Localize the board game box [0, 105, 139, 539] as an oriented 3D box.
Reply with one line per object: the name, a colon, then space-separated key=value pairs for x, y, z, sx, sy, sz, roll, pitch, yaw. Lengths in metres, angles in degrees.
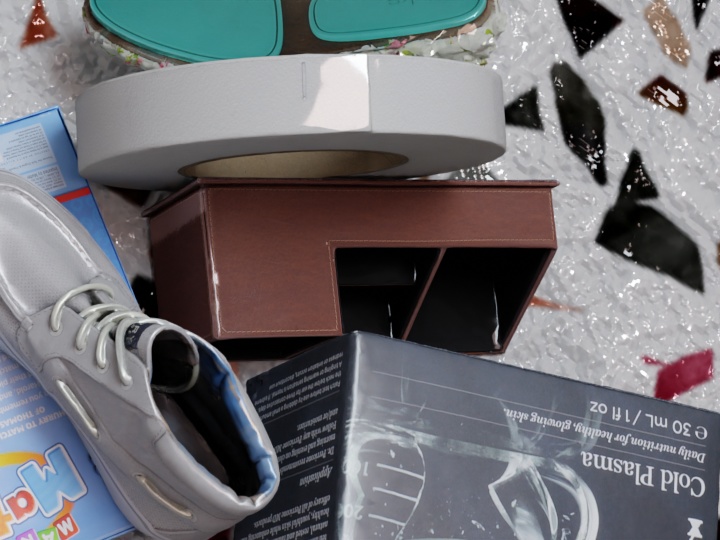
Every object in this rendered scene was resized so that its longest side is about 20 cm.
board game box: x=-0.171 y=0.040 z=1.156 sx=0.151 sy=0.037 sz=0.200 roll=-20 pitch=85 yaw=-32

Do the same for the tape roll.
tape roll: x=-0.032 y=-0.066 z=1.163 sx=0.203 sy=0.203 sz=0.037 roll=0 pitch=85 yaw=-28

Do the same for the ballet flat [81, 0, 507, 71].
ballet flat: x=-0.031 y=-0.106 z=1.195 sx=0.200 sy=0.064 sz=0.076 roll=1 pitch=55 yaw=2

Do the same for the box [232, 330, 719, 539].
box: x=0.049 y=0.150 z=1.150 sx=0.200 sy=0.124 sz=0.197 roll=13 pitch=72 yaw=-24

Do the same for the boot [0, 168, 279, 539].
boot: x=-0.107 y=0.029 z=1.116 sx=0.074 sy=0.096 sz=0.200 roll=-40 pitch=96 yaw=-31

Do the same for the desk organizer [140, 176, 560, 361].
desk organizer: x=0.000 y=0.000 z=1.239 sx=0.200 sy=0.072 sz=0.077 roll=-1 pitch=78 yaw=-28
